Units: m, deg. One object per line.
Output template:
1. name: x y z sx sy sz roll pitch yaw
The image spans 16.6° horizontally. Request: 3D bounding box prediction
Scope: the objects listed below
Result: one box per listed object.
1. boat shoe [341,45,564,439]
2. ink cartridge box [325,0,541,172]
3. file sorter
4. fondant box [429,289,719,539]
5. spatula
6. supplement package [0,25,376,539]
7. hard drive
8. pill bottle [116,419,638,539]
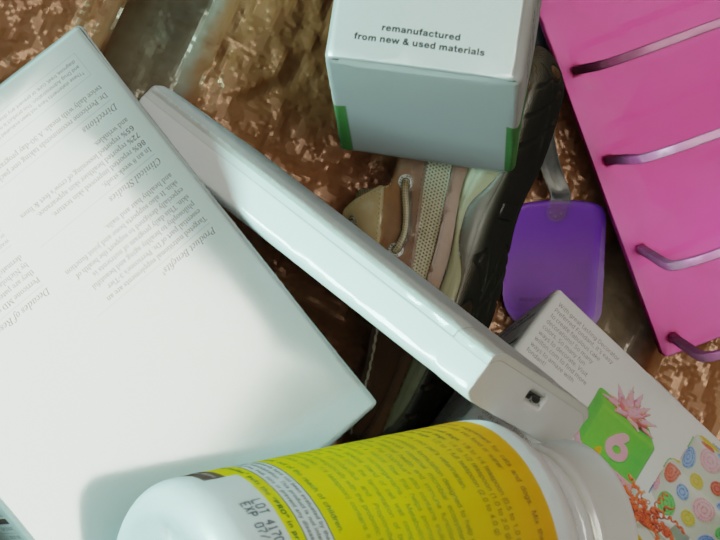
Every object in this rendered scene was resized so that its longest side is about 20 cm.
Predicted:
1. boat shoe: 0.031 -0.017 1.162 0.074 0.076 0.200 20 88 16
2. ink cartridge box: 0.042 -0.160 1.065 0.084 0.145 0.200 8 78 4
3. file sorter: 0.179 -0.072 1.141 0.139 0.125 0.200 -20 94 0
4. fondant box: 0.084 0.126 1.124 0.144 0.058 0.200 43 52 -5
5. spatula: 0.091 -0.071 1.205 0.056 0.021 0.200 -1 85 -25
6. supplement package: -0.130 0.030 1.053 0.152 0.151 0.200 -41 99 -18
7. hard drive: 0.000 0.000 1.060 0.200 0.132 0.026 39 92 25
8. pill bottle: 0.010 0.120 0.975 0.200 0.109 0.109 -9 89 -34
